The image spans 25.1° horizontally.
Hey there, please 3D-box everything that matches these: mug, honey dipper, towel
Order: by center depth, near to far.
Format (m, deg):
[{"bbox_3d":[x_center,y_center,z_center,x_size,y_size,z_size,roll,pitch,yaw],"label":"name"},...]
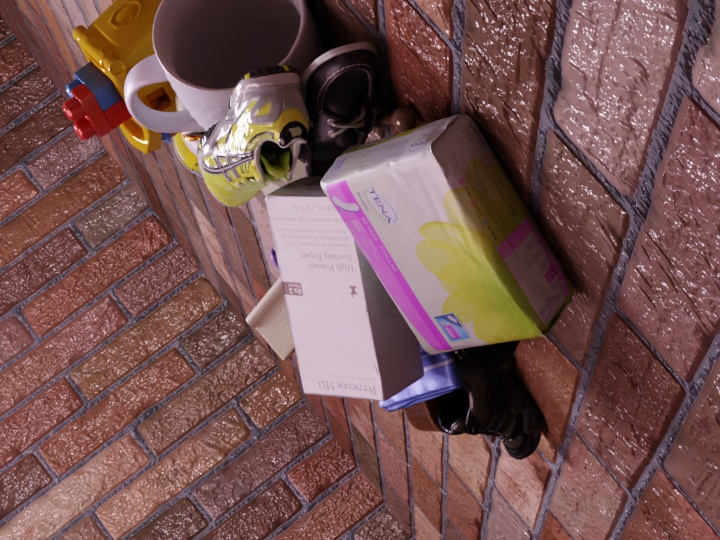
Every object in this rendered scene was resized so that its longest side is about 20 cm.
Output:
[{"bbox_3d":[0.011,-0.140,1.532,0.038,0.038,0.200,56,166,-15],"label":"honey dipper"},{"bbox_3d":[0.017,0.037,1.556,0.145,0.024,0.200,-25,93,59],"label":"towel"},{"bbox_3d":[-0.130,-0.185,1.559,0.175,0.199,0.148,65,-170,-64],"label":"mug"}]

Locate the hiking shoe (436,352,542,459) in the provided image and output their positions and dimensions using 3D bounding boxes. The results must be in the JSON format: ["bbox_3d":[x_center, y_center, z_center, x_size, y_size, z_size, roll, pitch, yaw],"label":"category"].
[{"bbox_3d":[0.129,0.148,1.764,0.076,0.101,0.200,42,165,49],"label":"hiking shoe"}]

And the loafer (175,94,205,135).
[{"bbox_3d":[-0.108,-0.147,1.697,0.200,0.068,0.076,17,172,-24],"label":"loafer"}]

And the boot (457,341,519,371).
[{"bbox_3d":[0.069,-0.014,1.547,0.158,0.079,0.212,22,137,58],"label":"boot"}]

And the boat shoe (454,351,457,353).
[{"bbox_3d":[0.093,0.056,1.659,0.200,0.072,0.072,-54,-42,-75],"label":"boat shoe"}]

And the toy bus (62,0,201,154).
[{"bbox_3d":[-0.224,-0.196,1.741,0.136,0.192,0.200,40,165,44],"label":"toy bus"}]

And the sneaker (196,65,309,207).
[{"bbox_3d":[-0.099,-0.104,1.475,0.200,0.075,0.077,120,136,-59],"label":"sneaker"}]

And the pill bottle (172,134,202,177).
[{"bbox_3d":[-0.171,-0.178,1.985,0.113,0.112,0.200,54,170,-2],"label":"pill bottle"}]

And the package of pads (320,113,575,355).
[{"bbox_3d":[0.075,-0.027,1.374,0.154,0.068,0.200,-13,116,48],"label":"package of pads"}]

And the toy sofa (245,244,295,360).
[{"bbox_3d":[-0.039,0.032,1.744,0.098,0.083,0.200,48,-158,20],"label":"toy sofa"}]

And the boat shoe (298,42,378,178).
[{"bbox_3d":[-0.021,-0.138,1.468,0.200,0.074,0.060,122,136,-63],"label":"boat shoe"}]

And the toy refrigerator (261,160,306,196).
[{"bbox_3d":[-0.049,-0.090,1.842,0.070,0.076,0.200,57,169,-19],"label":"toy refrigerator"}]

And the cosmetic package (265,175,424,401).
[{"bbox_3d":[-0.014,0.015,1.491,0.101,0.074,0.201,1,109,37],"label":"cosmetic package"}]

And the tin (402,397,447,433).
[{"bbox_3d":[0.067,0.087,1.761,0.042,0.112,0.200,0,127,32],"label":"tin"}]
